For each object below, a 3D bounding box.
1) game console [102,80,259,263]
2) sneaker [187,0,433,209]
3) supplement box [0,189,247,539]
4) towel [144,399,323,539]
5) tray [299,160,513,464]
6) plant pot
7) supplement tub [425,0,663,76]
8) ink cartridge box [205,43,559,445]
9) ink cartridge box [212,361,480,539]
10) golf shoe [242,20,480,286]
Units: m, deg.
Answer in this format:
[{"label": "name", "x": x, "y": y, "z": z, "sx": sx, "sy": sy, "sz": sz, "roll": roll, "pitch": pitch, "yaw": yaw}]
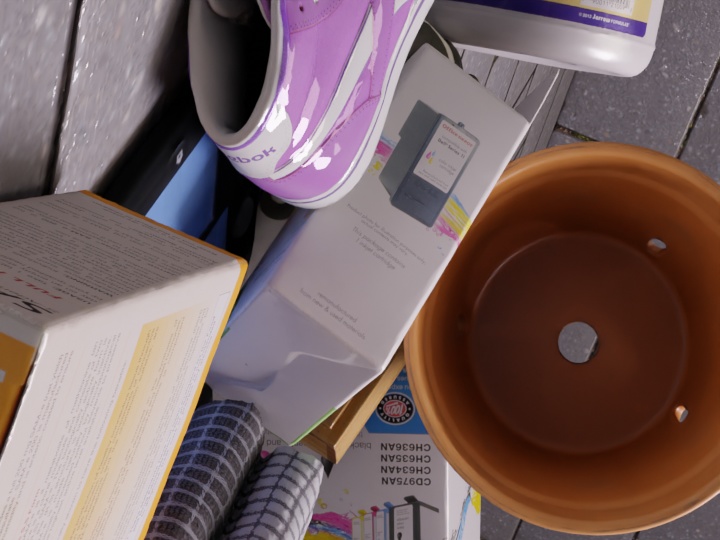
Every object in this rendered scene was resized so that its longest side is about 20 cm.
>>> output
[{"label": "game console", "x": -0.090, "y": 0.006, "z": 0.805, "sx": 0.177, "sy": 0.031, "sz": 0.200, "roll": 106, "pitch": 10, "yaw": -47}, {"label": "sneaker", "x": -0.016, "y": -0.134, "z": 0.760, "sx": 0.114, "sy": 0.072, "sz": 0.201, "roll": 31, "pitch": 68, "yaw": -62}, {"label": "supplement box", "x": -0.114, "y": 0.048, "z": 0.580, "sx": 0.200, "sy": 0.073, "sz": 0.127, "roll": -23, "pitch": 135, "yaw": -77}, {"label": "towel", "x": -0.111, "y": 0.167, "z": 0.819, "sx": 0.200, "sy": 0.085, "sz": 0.166, "roll": -50, "pitch": -173, "yaw": 21}, {"label": "tray", "x": 0.000, "y": 0.000, "z": 1.044, "sx": 0.200, "sy": 0.098, "sz": 0.037, "roll": -55, "pitch": 166, "yaw": -20}, {"label": "plant pot", "x": 0.123, "y": 0.039, "z": 0.999, "sx": 0.140, "sy": 0.199, "sz": 0.201, "roll": 65, "pitch": 49, "yaw": -85}, {"label": "supplement tub", "x": 0.111, "y": -0.219, "z": 1.030, "sx": 0.145, "sy": 0.145, "sz": 0.201, "roll": -21, "pitch": 121, "yaw": -80}, {"label": "ink cartridge box", "x": 0.008, "y": -0.026, "z": 0.876, "sx": 0.200, "sy": 0.067, "sz": 0.117, "roll": -57, "pitch": -173, "yaw": -32}, {"label": "ink cartridge box", "x": -0.004, "y": 0.141, "z": 1.133, "sx": 0.145, "sy": 0.146, "sz": 0.201, "roll": -32, "pitch": 122, "yaw": -77}, {"label": "golf shoe", "x": -0.024, "y": -0.056, "z": 0.985, "sx": 0.200, "sy": 0.077, "sz": 0.088, "roll": -51, "pitch": 128, "yaw": -9}]
